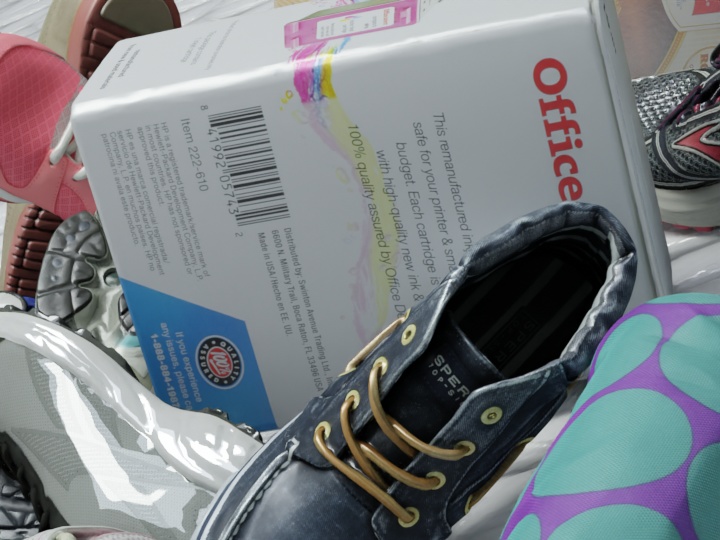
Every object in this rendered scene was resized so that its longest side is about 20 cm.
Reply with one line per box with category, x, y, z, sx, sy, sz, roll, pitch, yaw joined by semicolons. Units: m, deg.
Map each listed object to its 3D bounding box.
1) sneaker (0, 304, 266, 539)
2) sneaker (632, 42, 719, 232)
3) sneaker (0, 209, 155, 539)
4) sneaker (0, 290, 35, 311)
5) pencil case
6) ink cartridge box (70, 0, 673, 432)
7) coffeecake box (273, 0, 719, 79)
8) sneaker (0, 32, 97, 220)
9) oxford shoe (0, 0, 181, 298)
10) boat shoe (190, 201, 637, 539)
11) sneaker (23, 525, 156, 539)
sneaker;-0.101;0.076;0.882;0.200;0.074;0.079;26;63;32
sneaker;0.160;-0.066;0.941;0.200;0.075;0.081;3;49;55
sneaker;-0.115;0.074;0.994;0.078;0.086;0.200;14;55;9
sneaker;-0.185;0.063;1.067;0.115;0.081;0.199;-31;20;6
pencil case;0.072;0.092;0.688;0.092;0.085;0.200;-34;11;42
ink cartridge box;0.011;-0.028;0.905;0.200;0.145;0.085;-9;23;13
coffeecake box;0.065;-0.136;1.033;0.200;0.154;0.073;-7;17;-15
sneaker;-0.105;-0.044;1.080;0.087;0.200;0.074;3;61;39
oxford shoe;-0.140;-0.050;1.169;0.075;0.070;0.200;28;102;54
boat shoe;0.012;0.055;0.793;0.200;0.071;0.091;-46;-8;-16
sneaker;-0.090;0.123;0.771;0.200;0.081;0.088;18;90;50
